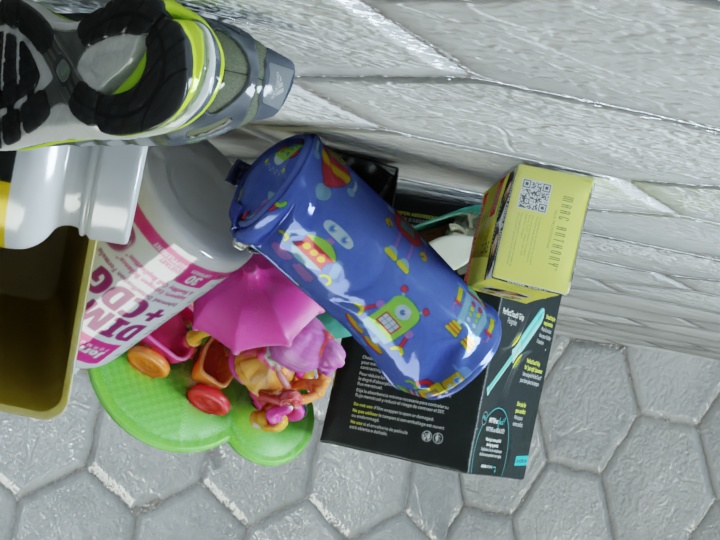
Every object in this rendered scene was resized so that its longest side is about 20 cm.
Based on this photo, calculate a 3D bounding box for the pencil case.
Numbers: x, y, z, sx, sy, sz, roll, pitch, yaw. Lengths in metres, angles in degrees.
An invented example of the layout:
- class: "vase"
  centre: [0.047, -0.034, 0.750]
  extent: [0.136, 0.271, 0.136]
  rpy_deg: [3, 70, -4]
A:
- class: "pencil case"
  centre: [0.000, 0.000, 1.248]
  extent: [0.200, 0.087, 0.078]
  rpy_deg: [43, -169, -23]

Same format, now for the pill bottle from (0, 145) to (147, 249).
- class: "pill bottle"
  centre: [-0.211, -0.074, 1.012]
  extent: [0.200, 0.113, 0.112]
  rpy_deg: [11, 177, -6]

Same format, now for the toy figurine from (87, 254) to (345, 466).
- class: "toy figurine"
  centre: [-0.078, 0.056, 1.425]
  extent: [0.200, 0.150, 0.184]
  rpy_deg: [36, 150, -16]

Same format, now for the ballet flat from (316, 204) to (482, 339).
- class: "ballet flat"
  centre: [0.027, -0.002, 1.432]
  extent: [0.200, 0.067, 0.070]
  rpy_deg: [-21, 170, 19]

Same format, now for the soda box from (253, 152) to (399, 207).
- class: "soda box"
  centre: [-0.033, -0.045, 1.380]
  extent: [0.071, 0.063, 0.200]
  rpy_deg: [12, 177, -13]

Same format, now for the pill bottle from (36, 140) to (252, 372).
- class: "pill bottle"
  centre: [-0.175, -0.004, 1.333]
  extent: [0.200, 0.113, 0.113]
  rpy_deg: [-35, 150, 29]

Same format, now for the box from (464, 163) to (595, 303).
- class: "box"
  centre: [0.104, -0.021, 1.248]
  extent: [0.050, 0.075, 0.200]
  rpy_deg: [13, 178, -1]

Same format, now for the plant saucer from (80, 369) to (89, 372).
- class: "plant saucer"
  centre: [-0.203, -0.019, 1.519]
  extent: [0.200, 0.200, 0.034]
  rpy_deg: [12, 150, -24]

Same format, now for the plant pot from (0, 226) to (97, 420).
- class: "plant pot"
  centre: [-0.250, -0.041, 1.184]
  extent: [0.200, 0.200, 0.176]
  rpy_deg: [11, -172, -3]

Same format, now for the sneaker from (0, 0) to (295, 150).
- class: "sneaker"
  centre: [-0.110, -0.083, 0.889]
  extent: [0.081, 0.074, 0.200]
  rpy_deg: [9, -179, -40]

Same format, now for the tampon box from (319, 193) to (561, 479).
- class: "tampon box"
  centre: [0.069, 0.052, 1.528]
  extent: [0.126, 0.200, 0.150]
  rpy_deg: [10, 176, 23]
